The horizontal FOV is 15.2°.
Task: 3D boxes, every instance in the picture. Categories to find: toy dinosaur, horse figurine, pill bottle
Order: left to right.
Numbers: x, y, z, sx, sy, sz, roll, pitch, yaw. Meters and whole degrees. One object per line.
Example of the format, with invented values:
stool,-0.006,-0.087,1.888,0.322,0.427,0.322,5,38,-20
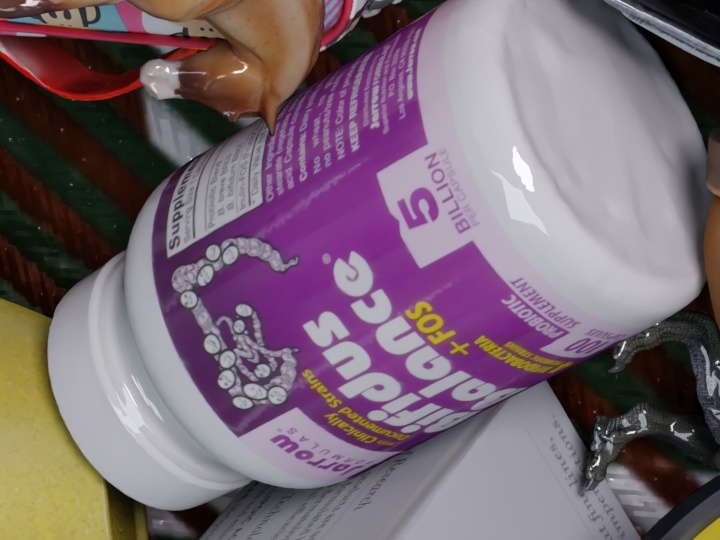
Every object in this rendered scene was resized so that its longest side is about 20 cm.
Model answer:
horse figurine,-0.046,-0.127,0.701,0.132,0.050,0.201,10,116,-23
pill bottle,0.000,0.000,0.818,0.200,0.112,0.112,-30,101,34
toy dinosaur,0.117,0.045,0.828,0.088,0.048,0.201,10,120,4

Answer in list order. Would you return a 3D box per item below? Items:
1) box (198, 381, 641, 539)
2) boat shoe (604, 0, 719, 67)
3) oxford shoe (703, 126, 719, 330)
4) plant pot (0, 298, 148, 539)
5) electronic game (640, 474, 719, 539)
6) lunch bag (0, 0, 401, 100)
box,0.020,0.172,0.847,0.130,0.200,0.199,-23,104,36
boat shoe,0.153,-0.066,0.733,0.199,0.068,0.072,24,125,9
oxford shoe,0.165,0.017,0.699,0.200,0.071,0.072,27,116,54
plant pot,-0.147,0.085,0.905,0.141,0.200,0.201,-6,116,2
electronic game,0.145,0.149,0.798,0.200,0.200,0.042,61,162,-13
lunch bag,-0.079,-0.134,0.802,0.199,0.082,0.177,9,120,20
